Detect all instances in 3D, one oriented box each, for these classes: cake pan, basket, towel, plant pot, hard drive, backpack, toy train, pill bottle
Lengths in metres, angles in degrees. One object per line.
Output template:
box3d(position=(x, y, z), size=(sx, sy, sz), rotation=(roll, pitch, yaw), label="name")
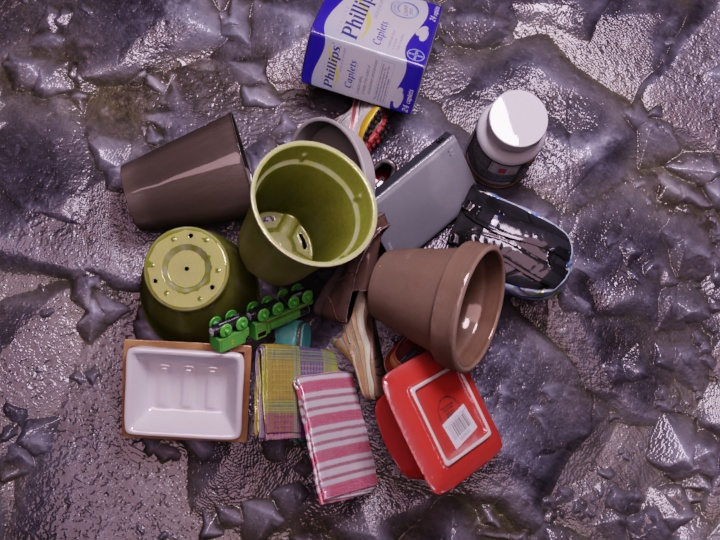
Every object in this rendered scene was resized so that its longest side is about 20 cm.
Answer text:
box3d(position=(-0.047, -0.146, 1.564), size=(0.037, 0.200, 0.201), rotation=(-13, 77, -41), label="cake pan")
box3d(position=(-0.282, -0.148, 1.600), size=(0.199, 0.136, 0.182), rotation=(-15, 98, -2), label="basket")
box3d(position=(-0.042, 0.260, 1.531), size=(0.030, 0.146, 0.201), rotation=(-21, 76, 31), label="towel")
box3d(position=(-0.264, 0.017, 1.534), size=(0.199, 0.193, 0.202), rotation=(1, 79, -3), label="plant pot")
box3d(position=(0.099, -0.117, 1.620), size=(0.200, 0.140, 0.033), rotation=(-39, 39, -10), label="hard drive")
box3d(position=(0.255, -0.030, 1.608), size=(0.199, 0.154, 0.164), rotation=(15, 72, 22), label="backpack")
box3d(position=(-0.098, 0.190, 1.524), size=(0.023, 0.199, 0.145), rotation=(-8, 80, 34), label="towel")
box3d(position=(-0.153, 0.075, 1.528), size=(0.199, 0.057, 0.042), rotation=(-22, 36, -37), label="toy train")
box3d(position=(-0.101, -0.067, 1.495), size=(0.199, 0.184, 0.202), rotation=(10, 65, -21), label="plant pot")
box3d(position=(0.111, 0.042, 1.510), size=(0.174, 0.200, 0.202), rotation=(13, 76, 27), label="plant pot")
box3d(position=(0.242, -0.217, 1.606), size=(0.115, 0.200, 0.117), rotation=(1, 79, -3), label="pill bottle")

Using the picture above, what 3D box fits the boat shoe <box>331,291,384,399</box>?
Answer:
box3d(position=(-0.009, 0.117, 1.598), size=(0.076, 0.072, 0.201), rotation=(-11, 71, 9), label="boat shoe")

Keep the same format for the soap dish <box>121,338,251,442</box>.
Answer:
box3d(position=(-0.273, 0.186, 1.536), size=(0.198, 0.081, 0.159), rotation=(3, 99, -3), label="soap dish")

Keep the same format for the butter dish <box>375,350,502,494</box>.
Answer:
box3d(position=(0.097, 0.243, 1.538), size=(0.199, 0.147, 0.200), rotation=(-22, 84, -48), label="butter dish")

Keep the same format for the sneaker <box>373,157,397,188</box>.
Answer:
box3d(position=(0.001, -0.109, 1.630), size=(0.077, 0.082, 0.201), rotation=(27, 78, 3), label="sneaker")

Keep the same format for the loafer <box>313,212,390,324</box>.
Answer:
box3d(position=(0.000, 0.000, 1.550), size=(0.071, 0.073, 0.201), rotation=(32, 108, 11), label="loafer")

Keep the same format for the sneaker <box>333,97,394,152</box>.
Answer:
box3d(position=(-0.025, -0.212, 1.665), size=(0.082, 0.078, 0.201), rotation=(31, 82, 32), label="sneaker")

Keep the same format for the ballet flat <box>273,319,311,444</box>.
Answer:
box3d(position=(-0.118, 0.181, 1.581), size=(0.070, 0.067, 0.202), rotation=(-4, 77, 21), label="ballet flat")

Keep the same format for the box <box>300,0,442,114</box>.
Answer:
box3d(position=(0.021, -0.385, 1.642), size=(0.199, 0.105, 0.185), rotation=(17, 48, 1), label="box")

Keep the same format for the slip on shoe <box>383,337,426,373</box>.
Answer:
box3d(position=(0.121, 0.102, 1.600), size=(0.200, 0.061, 0.074), rotation=(-39, 82, -18), label="slip on shoe")
